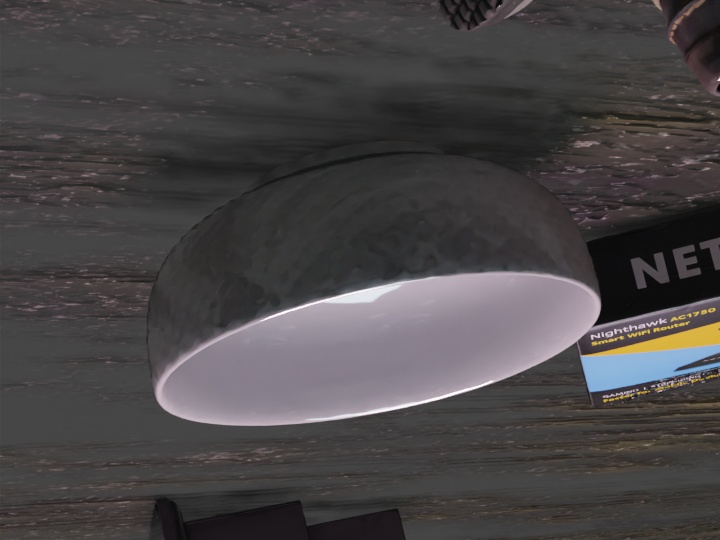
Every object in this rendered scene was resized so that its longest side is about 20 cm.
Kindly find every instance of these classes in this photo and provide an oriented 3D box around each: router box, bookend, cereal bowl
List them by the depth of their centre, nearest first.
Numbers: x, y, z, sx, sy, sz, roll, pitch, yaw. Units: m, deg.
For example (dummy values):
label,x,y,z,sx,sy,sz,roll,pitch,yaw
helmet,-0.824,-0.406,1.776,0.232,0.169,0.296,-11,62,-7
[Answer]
label,x,y,z,sx,sy,sz,roll,pitch,yaw
cereal bowl,0.000,0.000,0.990,0.199,0.084,0.200,-11,162,-4
router box,0.209,0.010,1.206,0.199,0.051,0.149,-14,160,5
bookend,-0.045,0.210,1.600,0.198,0.093,0.200,-10,161,-11

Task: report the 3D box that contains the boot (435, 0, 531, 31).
label,x,y,z,sx,sy,sz,roll,pitch,yaw
boot,0.102,-0.134,0.682,0.130,0.068,0.200,-11,165,-23

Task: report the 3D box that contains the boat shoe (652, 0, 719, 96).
label,x,y,z,sx,sy,sz,roll,pitch,yaw
boat shoe,0.203,-0.101,0.826,0.199,0.074,0.075,-11,163,-3
